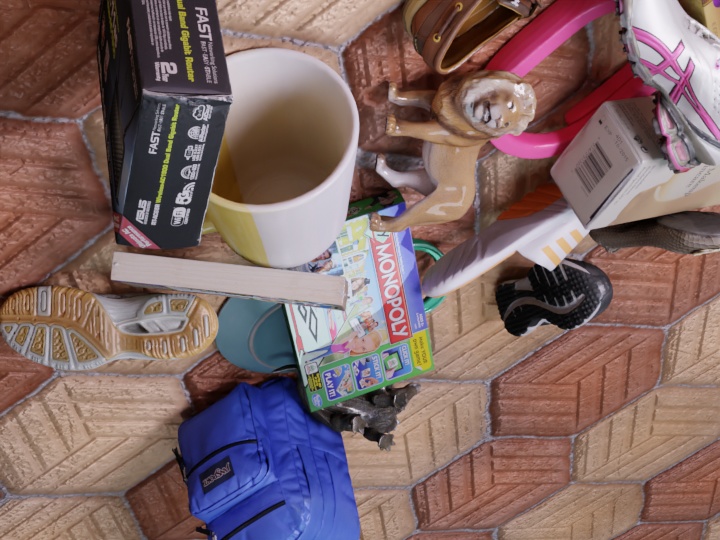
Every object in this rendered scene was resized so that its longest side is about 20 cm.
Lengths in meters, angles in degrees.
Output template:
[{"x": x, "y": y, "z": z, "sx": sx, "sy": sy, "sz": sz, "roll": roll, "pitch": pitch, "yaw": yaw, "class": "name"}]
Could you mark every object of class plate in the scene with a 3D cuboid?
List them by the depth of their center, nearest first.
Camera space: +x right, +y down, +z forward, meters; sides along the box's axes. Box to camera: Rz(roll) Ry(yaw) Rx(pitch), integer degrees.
[{"x": -0.050, "y": 0.053, "z": 1.481, "sx": 0.198, "sy": 0.026, "sz": 0.201, "roll": -13, "pitch": 145, "yaw": -9, "class": "plate"}]

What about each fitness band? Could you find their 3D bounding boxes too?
[{"x": 0.191, "y": -0.174, "z": 1.279, "sx": 0.200, "sy": 0.038, "sz": 0.143, "roll": -40, "pitch": 140, "yaw": 25, "class": "fitness band"}]

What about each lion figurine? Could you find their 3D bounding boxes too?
[{"x": 0.076, "y": -0.099, "z": 1.271, "sx": 0.121, "sy": 0.073, "sz": 0.201, "roll": 7, "pitch": 142, "yaw": -4, "class": "lion figurine"}]

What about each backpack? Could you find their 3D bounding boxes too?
[{"x": -0.105, "y": 0.235, "z": 1.547, "sx": 0.162, "sy": 0.201, "sz": 0.167, "roll": -37, "pitch": 142, "yaw": 25, "class": "backpack"}]

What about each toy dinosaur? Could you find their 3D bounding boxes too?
[{"x": -0.016, "y": 0.144, "z": 1.543, "sx": 0.198, "sy": 0.078, "sz": 0.102, "roll": 9, "pitch": 176, "yaw": -29, "class": "toy dinosaur"}]

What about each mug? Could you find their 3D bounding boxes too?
[{"x": -0.088, "y": -0.082, "z": 1.206, "sx": 0.185, "sy": 0.151, "sz": 0.154, "roll": 14, "pitch": 156, "yaw": 11, "class": "mug"}]

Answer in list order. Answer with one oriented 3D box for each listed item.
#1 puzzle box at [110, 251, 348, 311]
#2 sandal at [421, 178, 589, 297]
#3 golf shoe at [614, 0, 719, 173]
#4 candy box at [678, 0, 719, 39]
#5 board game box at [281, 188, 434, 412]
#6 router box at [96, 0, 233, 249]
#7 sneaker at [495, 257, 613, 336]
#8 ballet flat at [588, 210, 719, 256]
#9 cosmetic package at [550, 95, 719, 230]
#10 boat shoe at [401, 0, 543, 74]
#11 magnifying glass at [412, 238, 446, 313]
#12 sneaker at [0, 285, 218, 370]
[{"x": -0.109, "y": 0.010, "z": 1.279, "sx": 0.198, "sy": 0.026, "sz": 0.133, "roll": 6, "pitch": 176, "yaw": 2, "class": "puzzle box"}, {"x": 0.155, "y": -0.022, "z": 1.403, "sx": 0.206, "sy": 0.079, "sz": 0.059, "roll": -33, "pitch": 113, "yaw": 3, "class": "sandal"}, {"x": 0.268, "y": -0.174, "z": 1.192, "sx": 0.091, "sy": 0.073, "sz": 0.201, "roll": -13, "pitch": 127, "yaw": 26, "class": "golf shoe"}, {"x": 0.302, "y": -0.269, "z": 1.170, "sx": 0.116, "sy": 0.057, "sz": 0.200, "roll": -34, "pitch": 146, "yaw": -3, "class": "candy box"}, {"x": -0.007, "y": 0.031, "z": 1.402, "sx": 0.133, "sy": 0.029, "sz": 0.201, "roll": -18, "pitch": 124, "yaw": -9, "class": "board game box"}, {"x": -0.142, "y": -0.138, "z": 1.022, "sx": 0.061, "sy": 0.201, "sz": 0.150, "roll": 0, "pitch": 141, "yaw": -18, "class": "router box"}, {"x": 0.207, "y": 0.018, "z": 1.480, "sx": 0.079, "sy": 0.074, "sz": 0.200, "roll": -18, "pitch": -179, "yaw": -19, "class": "sneaker"}, {"x": 0.286, "y": -0.033, "z": 1.402, "sx": 0.067, "sy": 0.199, "sz": 0.047, "roll": -11, "pitch": 101, "yaw": -30, "class": "ballet flat"}, {"x": 0.284, "y": -0.106, "z": 1.345, "sx": 0.199, "sy": 0.071, "sz": 0.105, "roll": -11, "pitch": 151, "yaw": -34, "class": "cosmetic package"}, {"x": 0.123, "y": -0.227, "z": 1.147, "sx": 0.199, "sy": 0.068, "sz": 0.072, "roll": -36, "pitch": 142, "yaw": 22, "class": "boat shoe"}, {"x": 0.000, "y": 0.000, "z": 1.418, "sx": 0.198, "sy": 0.022, "sz": 0.080, "roll": 10, "pitch": 108, "yaw": -25, "class": "magnifying glass"}, {"x": -0.231, "y": 0.055, "z": 1.354, "sx": 0.198, "sy": 0.077, "sz": 0.088, "roll": 4, "pitch": 178, "yaw": -4, "class": "sneaker"}]
